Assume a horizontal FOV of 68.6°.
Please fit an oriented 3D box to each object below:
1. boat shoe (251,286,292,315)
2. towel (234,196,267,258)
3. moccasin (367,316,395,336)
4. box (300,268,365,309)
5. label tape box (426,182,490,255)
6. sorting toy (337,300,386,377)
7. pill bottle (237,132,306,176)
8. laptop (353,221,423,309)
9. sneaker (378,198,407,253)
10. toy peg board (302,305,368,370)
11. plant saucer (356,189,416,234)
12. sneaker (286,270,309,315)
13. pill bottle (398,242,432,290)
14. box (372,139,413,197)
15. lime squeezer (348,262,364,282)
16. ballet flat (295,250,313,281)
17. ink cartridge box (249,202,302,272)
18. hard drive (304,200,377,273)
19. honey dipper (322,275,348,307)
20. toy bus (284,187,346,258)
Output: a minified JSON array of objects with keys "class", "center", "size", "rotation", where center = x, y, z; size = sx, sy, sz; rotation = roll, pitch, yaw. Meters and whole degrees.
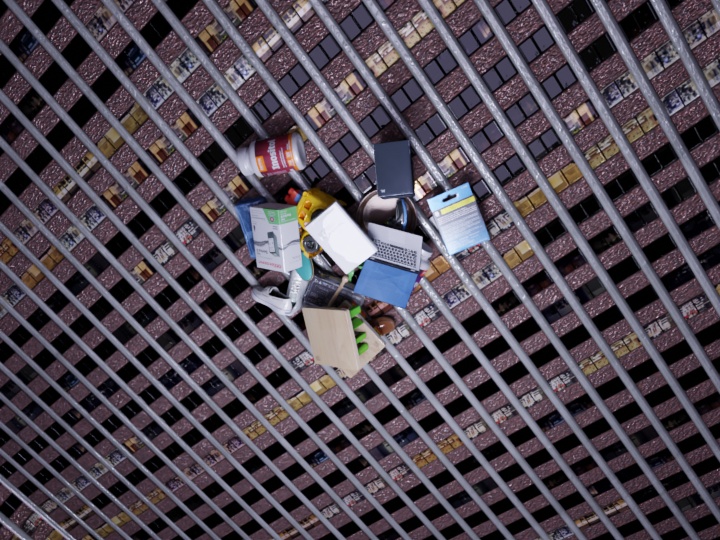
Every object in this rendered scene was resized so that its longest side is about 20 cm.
[{"class":"boat shoe","center":[-0.306,0.087,1.813],"size":[0.199,0.071,0.067],"rotation":[28,114,43]},{"class":"towel","center":[-0.344,-0.143,1.774],"size":[0.109,0.049,0.204],"rotation":[-9,111,9]},{"class":"moccasin","center":[0.028,0.216,1.863],"size":[0.197,0.078,0.075],"rotation":[-11,111,11]},{"class":"box","center":[-0.093,0.100,1.831],"size":[0.197,0.049,0.160],"rotation":[22,124,-3]},{"class":"label tape box","center":[0.311,-0.169,1.681],"size":[0.142,0.064,0.203],"rotation":[-21,108,14]},{"class":"sorting toy","center":[-0.032,0.226,1.801],"size":[0.200,0.070,0.199],"rotation":[46,120,4]},{"class":"pill bottle","center":[-0.276,-0.356,1.644],"size":[0.196,0.113,0.115],"rotation":[-9,111,10]},{"class":"laptop","center":[0.083,-0.018,1.639],"size":[0.184,0.116,0.203],"rotation":[16,127,20]},{"class":"sneaker","center":[0.097,-0.133,1.681],"size":[0.081,0.071,0.203],"rotation":[16,116,-7]},{"class":"toy peg board","center":[-0.072,0.204,1.733],"size":[0.196,0.097,0.204],"rotation":[0,108,41]},{"class":"plant saucer","center":[0.085,-0.172,1.722],"size":[0.196,0.035,0.204],"rotation":[2,113,5]},{"class":"sneaker","center":[-0.221,0.067,1.830],"size":[0.069,0.080,0.204],"rotation":[15,112,2]},{"class":"pill bottle","center":[0.155,0.000,1.742],"size":[0.111,0.113,0.202],"rotation":[30,113,-6]},{"class":"box","center":[0.103,-0.293,1.563],"size":[0.105,0.200,0.152],"rotation":[-5,95,8]},{"class":"lime squeezer","center":[0.000,0.000,1.800],"size":[0.071,0.038,0.199],"rotation":[44,109,-12]},{"class":"ballet flat","center":[-0.208,-0.062,1.773],"size":[0.070,0.071,0.203],"rotation":[-27,95,16]},{"class":"ink cartridge box","center":[-0.269,-0.106,1.687],"size":[0.144,0.083,0.204],"rotation":[10,112,39]},{"class":"hard drive","center":[-0.058,-0.100,1.622],"size":[0.131,0.027,0.200],"rotation":[-35,110,19]},{"class":"honey dipper","center":[-0.089,0.093,1.779],"size":[0.037,0.038,0.202],"rotation":[28,119,-5]},{"class":"toy bus","center":[-0.169,-0.171,1.708],"size":[0.190,0.136,0.202],"rotation":[33,115,7]}]
